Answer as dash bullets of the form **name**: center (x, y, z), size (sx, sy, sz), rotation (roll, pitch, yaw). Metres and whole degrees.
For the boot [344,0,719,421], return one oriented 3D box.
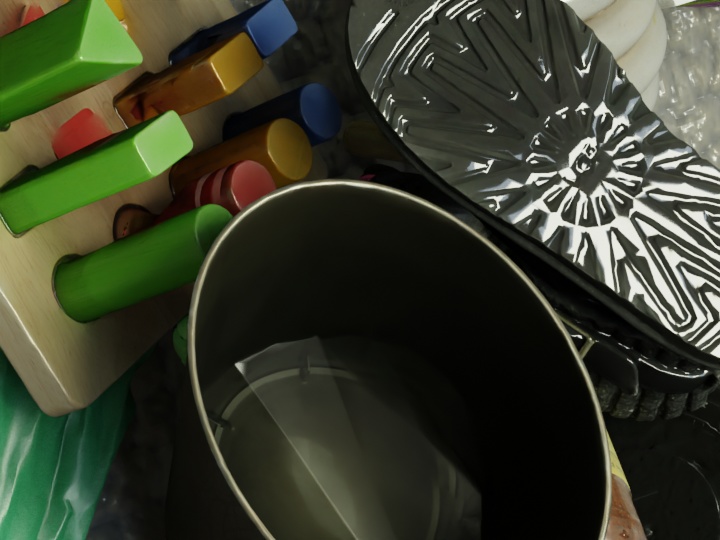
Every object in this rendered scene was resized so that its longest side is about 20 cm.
- **boot**: center (0.068, -0.024, 1.107), size (0.211, 0.158, 0.079), rotation (44, 78, -1)

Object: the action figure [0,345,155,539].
- **action figure**: center (-0.134, 0.051, 1.174), size (0.118, 0.055, 0.200), rotation (16, 77, -31)

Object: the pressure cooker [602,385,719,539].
- **pressure cooker**: center (0.146, 0.162, 1.260), size (0.200, 0.176, 0.179), rotation (49, 59, -47)

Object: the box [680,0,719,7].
- **box**: center (0.143, -0.211, 1.322), size (0.200, 0.097, 0.176), rotation (-3, 90, -30)

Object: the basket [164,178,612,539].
- **basket**: center (-0.007, 0.075, 1.111), size (0.136, 0.200, 0.180), rotation (-32, 83, -19)

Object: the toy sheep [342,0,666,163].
- **toy sheep**: center (0.059, -0.089, 1.188), size (0.138, 0.138, 0.200), rotation (-36, 139, -26)

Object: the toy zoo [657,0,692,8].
- **toy zoo**: center (0.150, -0.202, 1.258), size (0.131, 0.020, 0.200), rotation (-33, 105, -27)

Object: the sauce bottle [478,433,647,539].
- **sauce bottle**: center (0.077, 0.097, 1.168), size (0.066, 0.066, 0.200), rotation (13, 42, -30)

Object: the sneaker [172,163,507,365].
- **sneaker**: center (0.000, 0.000, 1.255), size (0.200, 0.077, 0.084), rotation (-15, 81, -34)

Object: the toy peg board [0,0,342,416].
- **toy peg board**: center (-0.087, -0.084, 1.137), size (0.200, 0.098, 0.199), rotation (60, 42, -13)
